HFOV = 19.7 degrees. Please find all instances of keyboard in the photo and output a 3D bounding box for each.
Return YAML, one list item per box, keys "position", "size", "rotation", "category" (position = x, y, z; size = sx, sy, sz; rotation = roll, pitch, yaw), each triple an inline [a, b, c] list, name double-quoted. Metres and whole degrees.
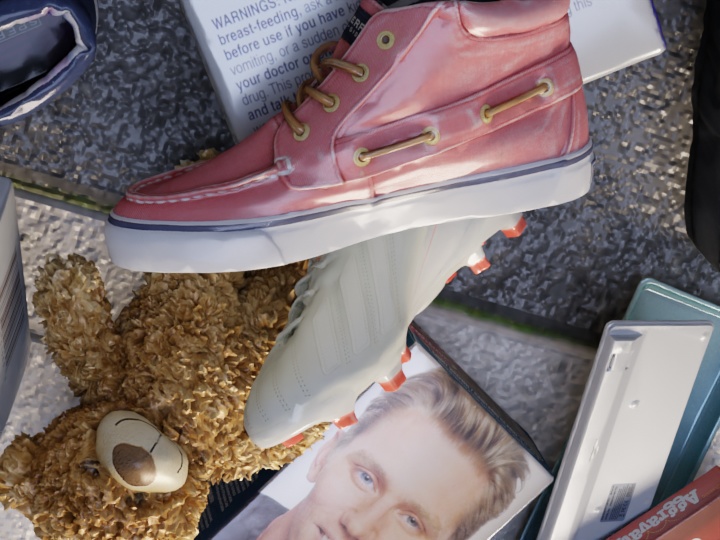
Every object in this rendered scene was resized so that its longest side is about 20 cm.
- position: [0.113, 0.108, 0.969]
  size: [0.056, 0.011, 0.200]
  rotation: [-3, 123, -29]
  category: "keyboard"

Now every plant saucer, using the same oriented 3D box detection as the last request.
- position: [0.125, 0.102, 1.011]
  size: [0.070, 0.019, 0.200]
  rotation: [21, 102, -13]
  category: "plant saucer"

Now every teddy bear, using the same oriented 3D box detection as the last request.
- position: [-0.073, 0.038, 0.897]
  size: [0.200, 0.067, 0.145]
  rotation: [-41, 111, -38]
  category: "teddy bear"

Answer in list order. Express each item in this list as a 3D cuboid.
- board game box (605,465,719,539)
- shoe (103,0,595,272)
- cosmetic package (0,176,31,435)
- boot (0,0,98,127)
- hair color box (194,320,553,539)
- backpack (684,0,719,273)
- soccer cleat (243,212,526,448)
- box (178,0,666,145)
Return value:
- position: [0.106, 0.183, 0.998]
  size: [0.200, 0.019, 0.103]
  rotation: [-33, 131, -6]
  category: "board game box"
- position: [-0.007, -0.061, 0.811]
  size: [0.199, 0.071, 0.091]
  rotation: [-11, 109, -10]
  category: "shoe"
- position: [-0.243, 0.005, 0.860]
  size: [0.199, 0.074, 0.102]
  rotation: [6, 133, 5]
  category: "cosmetic package"
- position: [-0.203, -0.072, 0.874]
  size: [0.200, 0.090, 0.073]
  rotation: [-30, 108, 1]
  category: "boot"
- position: [-0.018, 0.123, 0.975]
  size: [0.200, 0.061, 0.100]
  rotation: [-44, 108, 5]
  category: "hair color box"
- position: [0.219, -0.078, 0.900]
  size: [0.126, 0.167, 0.201]
  rotation: [-4, 114, -25]
  category: "backpack"
- position: [0.000, 0.000, 0.895]
  size: [0.069, 0.200, 0.078]
  rotation: [-22, 110, 46]
  category: "soccer cleat"
- position: [0.004, -0.159, 0.871]
  size: [0.183, 0.105, 0.200]
  rotation: [-21, 109, -1]
  category: "box"
